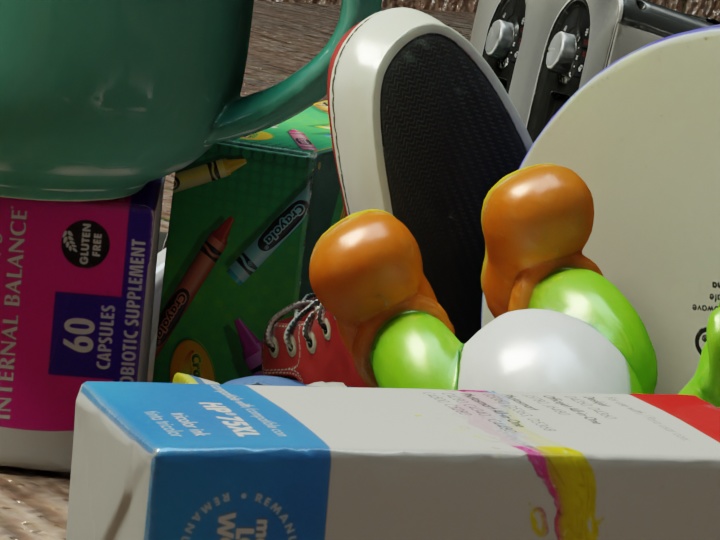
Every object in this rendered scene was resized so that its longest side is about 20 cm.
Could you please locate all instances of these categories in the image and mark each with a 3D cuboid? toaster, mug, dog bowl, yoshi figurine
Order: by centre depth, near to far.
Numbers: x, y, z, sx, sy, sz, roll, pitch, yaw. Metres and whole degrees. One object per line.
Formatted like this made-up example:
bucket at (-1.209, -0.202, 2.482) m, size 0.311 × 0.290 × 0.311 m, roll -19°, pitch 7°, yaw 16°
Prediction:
yoshi figurine at (0.058, 0.048, 0.808) m, size 0.112 × 0.112 × 0.200 m, roll 20°, pitch 31°, yaw -40°
dog bowl at (0.136, 0.022, 0.904) m, size 0.199 × 0.201 × 0.079 m, roll 13°, pitch 14°, yaw 38°
mug at (-0.104, -0.085, 1.041) m, size 0.152 × 0.115 × 0.185 m, roll -4°, pitch 15°, yaw -44°
toaster at (0.147, -0.048, 1.277) m, size 0.199 × 0.119 × 0.181 m, roll 17°, pitch 4°, yaw -18°

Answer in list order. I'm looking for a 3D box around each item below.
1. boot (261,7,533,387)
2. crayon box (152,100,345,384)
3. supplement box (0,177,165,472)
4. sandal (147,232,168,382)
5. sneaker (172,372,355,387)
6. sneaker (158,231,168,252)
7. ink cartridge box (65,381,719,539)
boot at (0.000, 0.000, 1.010) m, size 0.072 × 0.201 × 0.144 m, roll -34°, pitch 31°, yaw -30°
crayon box at (-0.020, -0.001, 1.196) m, size 0.058 × 0.119 × 0.200 m, roll 9°, pitch 10°, yaw 16°
supplement box at (-0.176, 0.009, 1.091) m, size 0.199 × 0.102 × 0.103 m, roll 5°, pitch 10°, yaw -3°
sandal at (-0.066, -0.002, 1.296) m, size 0.059 × 0.080 × 0.206 m, roll 13°, pitch 13°, yaw 23°
sneaker at (-0.004, 0.072, 0.912) m, size 0.082 × 0.074 × 0.200 m, roll 5°, pitch 10°, yaw -18°
sneaker at (-0.126, -0.032, 1.324) m, size 0.075 × 0.116 × 0.200 m, roll 10°, pitch 11°, yaw 24°
ink cartridge box at (0.034, 0.090, 0.682) m, size 0.199 × 0.117 × 0.067 m, roll 2°, pitch 9°, yaw -20°
